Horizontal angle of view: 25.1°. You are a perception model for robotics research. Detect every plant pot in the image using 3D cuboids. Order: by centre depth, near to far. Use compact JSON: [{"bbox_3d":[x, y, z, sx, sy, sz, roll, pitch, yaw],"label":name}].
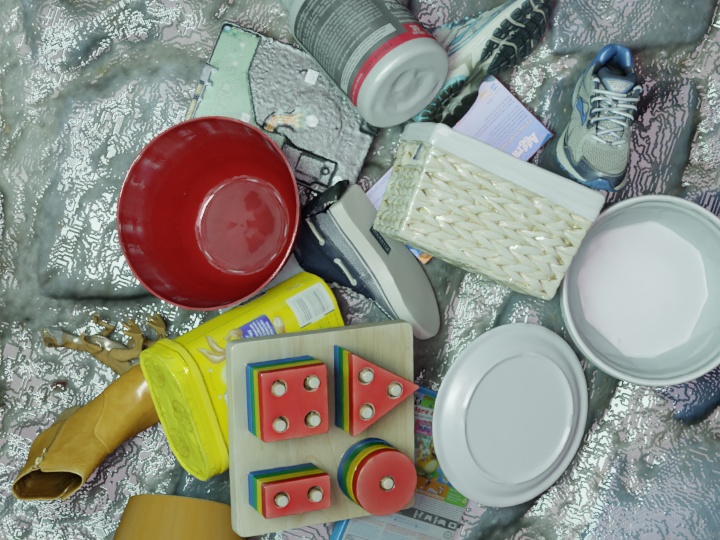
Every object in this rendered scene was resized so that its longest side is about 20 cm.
[{"bbox_3d":[-0.194,0.334,1.688,0.200,0.200,0.184,6,74,0],"label":"plant pot"}]

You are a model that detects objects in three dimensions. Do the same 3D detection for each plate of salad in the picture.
[{"bbox_3d":[0.157,0.153,1.727,0.200,0.048,0.200,-6,102,-29],"label":"plate of salad"}]

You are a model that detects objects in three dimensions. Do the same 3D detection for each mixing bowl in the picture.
[{"bbox_3d":[-0.141,-0.052,1.683,0.200,0.108,0.200,-2,83,17],"label":"mixing bowl"}]

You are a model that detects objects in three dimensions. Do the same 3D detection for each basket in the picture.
[{"bbox_3d":[0.127,-0.060,1.671,0.200,0.136,0.124,22,90,-14],"label":"basket"}]

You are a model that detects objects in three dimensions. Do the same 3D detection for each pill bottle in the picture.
[{"bbox_3d":[-0.006,-0.253,1.690,0.111,0.111,0.200,-39,63,0],"label":"pill bottle"}]

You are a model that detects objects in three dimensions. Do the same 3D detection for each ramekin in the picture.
[{"bbox_3d":[0.307,0.022,1.718,0.200,0.105,0.200,0,90,1],"label":"ramekin"}]

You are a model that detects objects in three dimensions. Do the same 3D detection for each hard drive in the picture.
[{"bbox_3d":[-0.080,-0.171,1.752,0.200,0.038,0.140,21,90,-1],"label":"hard drive"}]

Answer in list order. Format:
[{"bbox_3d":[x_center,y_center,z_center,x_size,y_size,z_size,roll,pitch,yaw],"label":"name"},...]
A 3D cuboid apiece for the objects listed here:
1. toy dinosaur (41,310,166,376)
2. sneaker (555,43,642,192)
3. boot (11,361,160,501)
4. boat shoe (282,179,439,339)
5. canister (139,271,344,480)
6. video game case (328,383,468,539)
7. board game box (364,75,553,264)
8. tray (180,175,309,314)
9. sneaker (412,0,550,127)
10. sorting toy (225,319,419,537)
[{"bbox_3d":[-0.247,0.100,1.753,0.200,0.060,0.106,34,122,-4],"label":"toy dinosaur"},{"bbox_3d":[0.251,-0.164,1.672,0.077,0.200,0.085,14,134,-6],"label":"sneaker"},{"bbox_3d":[-0.261,0.171,1.675,0.201,0.144,0.071,-24,111,21],"label":"boot"},{"bbox_3d":[0.000,0.000,1.745,0.093,0.075,0.200,-24,106,33],"label":"boat shoe"},{"bbox_3d":[-0.110,0.105,1.667,0.200,0.087,0.149,-28,115,-27],"label":"canister"},{"bbox_3d":[0.058,0.228,1.727,0.143,0.018,0.200,22,90,-31],"label":"video game case"},{"bbox_3d":[0.104,-0.112,1.761,0.200,0.019,0.103,-45,88,0],"label":"board game box"},{"bbox_3d":[-0.117,0.000,1.760,0.107,0.022,0.200,-28,90,1],"label":"tray"},{"bbox_3d":[0.115,-0.245,1.730,0.200,0.078,0.086,-43,59,1],"label":"sneaker"},{"bbox_3d":[-0.028,0.163,1.619,0.199,0.070,0.200,-6,102,-24],"label":"sorting toy"}]
